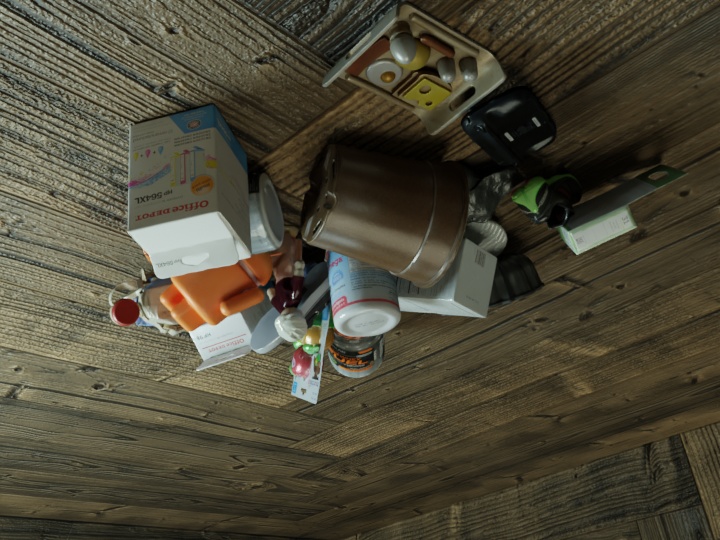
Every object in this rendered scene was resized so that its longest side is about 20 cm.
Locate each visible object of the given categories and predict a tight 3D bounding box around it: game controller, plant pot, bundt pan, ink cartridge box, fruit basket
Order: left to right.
[{"bbox_3d":[-0.230,-0.097,1.077,0.128,0.200,0.125,-13,151,8],"label":"ink cartridge box"},{"bbox_3d":[-0.229,0.098,1.446,0.116,0.067,0.200,-20,-167,20],"label":"ink cartridge box"},{"bbox_3d":[-0.100,0.139,1.480,0.094,0.200,0.185,15,173,-18],"label":"fruit basket"},{"bbox_3d":[0.027,-0.091,1.180,0.198,0.200,0.200,13,145,-21],"label":"plant pot"},{"bbox_3d":[0.232,0.019,1.470,0.202,0.076,0.202,-17,-176,1],"label":"bundt pan"},{"bbox_3d":[0.218,-0.204,1.139,0.104,0.042,0.200,-35,157,17],"label":"game controller"},{"bbox_3d":[0.418,-0.101,1.277,0.200,0.048,0.146,-24,-170,9],"label":"ink cartridge box"}]

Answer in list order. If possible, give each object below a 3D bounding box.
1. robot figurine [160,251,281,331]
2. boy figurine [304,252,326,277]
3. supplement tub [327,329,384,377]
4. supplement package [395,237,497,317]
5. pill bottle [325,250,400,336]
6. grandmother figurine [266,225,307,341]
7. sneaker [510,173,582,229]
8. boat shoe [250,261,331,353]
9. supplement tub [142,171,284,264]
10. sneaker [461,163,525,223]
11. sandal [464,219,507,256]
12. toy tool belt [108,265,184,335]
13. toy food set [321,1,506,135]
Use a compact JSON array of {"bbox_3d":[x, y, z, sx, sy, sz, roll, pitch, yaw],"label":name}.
[{"bbox_3d":[-0.226,0.011,1.298,0.200,0.144,0.117,-41,108,-9],"label":"robot figurine"},{"bbox_3d":[-0.049,-0.001,1.437,0.200,0.065,0.124,-5,155,-8],"label":"boy figurine"},{"bbox_3d":[-0.011,0.130,1.623,0.122,0.123,0.200,-7,151,-2],"label":"supplement tub"},{"bbox_3d":[0.116,0.010,1.376,0.200,0.110,0.114,3,164,39],"label":"supplement package"},{"bbox_3d":[0.000,0.000,1.309,0.109,0.200,0.109,-6,151,-4],"label":"pill bottle"},{"bbox_3d":[-0.119,0.023,1.321,0.060,0.200,0.121,3,150,-20],"label":"grandmother figurine"},{"bbox_3d":[0.307,-0.106,1.282,0.077,0.084,0.200,-33,169,36],"label":"sneaker"},{"bbox_3d":[-0.103,0.074,1.373,0.200,0.070,0.066,-50,131,-7],"label":"boat shoe"},{"bbox_3d":[-0.226,-0.072,1.205,0.200,0.123,0.123,-12,151,9],"label":"supplement tub"},{"bbox_3d":[0.168,-0.095,1.279,0.104,0.060,0.200,21,113,-24],"label":"sneaker"},{"bbox_3d":[0.182,-0.076,1.381,0.203,0.050,0.082,22,123,-39],"label":"sandal"},{"bbox_3d":[-0.352,0.053,1.391,0.200,0.125,0.123,-17,-172,-32],"label":"toy tool belt"},{"bbox_3d":[0.071,-0.249,1.025,0.200,0.060,0.143,17,142,-37],"label":"toy food set"}]
